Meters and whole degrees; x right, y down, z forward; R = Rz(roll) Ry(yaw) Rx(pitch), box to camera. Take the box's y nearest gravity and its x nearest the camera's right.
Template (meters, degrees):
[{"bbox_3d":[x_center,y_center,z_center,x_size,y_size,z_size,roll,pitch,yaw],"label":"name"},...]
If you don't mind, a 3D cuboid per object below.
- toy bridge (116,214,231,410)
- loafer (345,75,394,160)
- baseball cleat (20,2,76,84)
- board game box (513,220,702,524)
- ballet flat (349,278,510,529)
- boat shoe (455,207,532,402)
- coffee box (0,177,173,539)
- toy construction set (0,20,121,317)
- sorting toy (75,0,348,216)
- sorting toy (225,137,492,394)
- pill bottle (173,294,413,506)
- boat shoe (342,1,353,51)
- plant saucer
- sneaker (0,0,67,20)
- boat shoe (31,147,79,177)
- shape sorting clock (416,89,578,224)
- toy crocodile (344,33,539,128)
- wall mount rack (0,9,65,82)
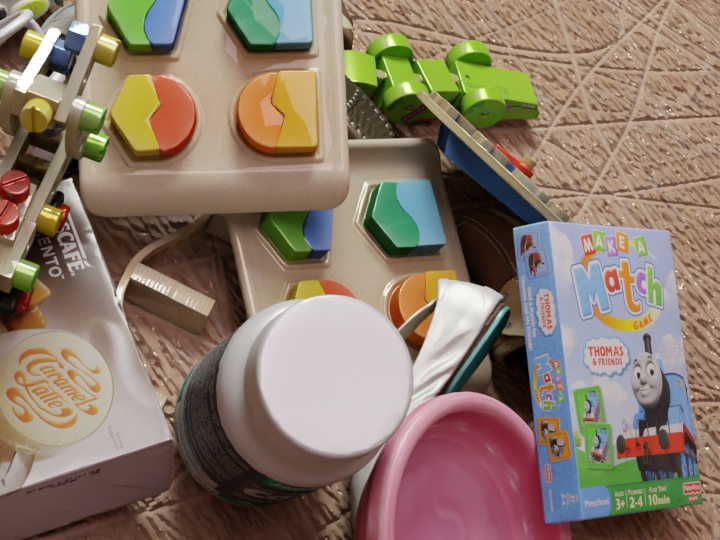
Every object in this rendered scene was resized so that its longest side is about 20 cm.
[{"bbox_3d":[-0.136,0.018,1.161,0.067,0.027,0.201,26,50,-4],"label":"toy bridge"},{"bbox_3d":[-0.059,-0.147,1.273,0.200,0.067,0.076,51,28,2],"label":"loafer"},{"bbox_3d":[-0.160,-0.187,1.201,0.070,0.200,0.107,51,22,-17],"label":"baseball cleat"},{"bbox_3d":[0.175,0.070,1.161,0.151,0.036,0.201,2,78,-47],"label":"board game box"},{"bbox_3d":[0.031,0.089,1.144,0.069,0.069,0.200,32,70,1],"label":"ballet flat"},{"bbox_3d":[0.127,0.041,1.239,0.074,0.076,0.200,-23,67,-33],"label":"boat shoe"},{"bbox_3d":[-0.204,0.055,1.050,0.114,0.080,0.201,-16,63,-17],"label":"coffee box"},{"bbox_3d":[-0.211,-0.048,0.983,0.092,0.131,0.200,33,59,4],"label":"toy construction set"},{"bbox_3d":[-0.103,-0.141,1.144,0.184,0.036,0.201,-2,86,-6],"label":"sorting toy"},{"bbox_3d":[0.000,0.000,1.196,0.184,0.036,0.201,-4,74,-28],"label":"sorting toy"},{"bbox_3d":[-0.044,0.082,1.027,0.112,0.200,0.114,4,76,-17],"label":"pill bottle"},{"bbox_3d":[-0.094,-0.237,1.338,0.202,0.075,0.075,33,38,-26],"label":"boat shoe"},{"bbox_3d":[0.062,0.181,1.069,0.200,0.051,0.202,17,67,-46],"label":"plant saucer"},{"bbox_3d":[-0.290,-0.207,1.239,0.200,0.077,0.085,-31,35,-26],"label":"sneaker"},{"bbox_3d":[-0.159,-0.113,1.228,0.066,0.070,0.200,40,41,7],"label":"boat shoe"},{"bbox_3d":[0.119,-0.070,1.268,0.200,0.039,0.200,39,6,-5],"label":"shape sorting clock"},{"bbox_3d":[0.060,-0.148,1.364,0.199,0.062,0.068,1,55,-30],"label":"toy crocodile"},{"bbox_3d":[-0.288,-0.094,1.094,0.075,0.199,0.174,58,38,-19],"label":"wall mount rack"}]
